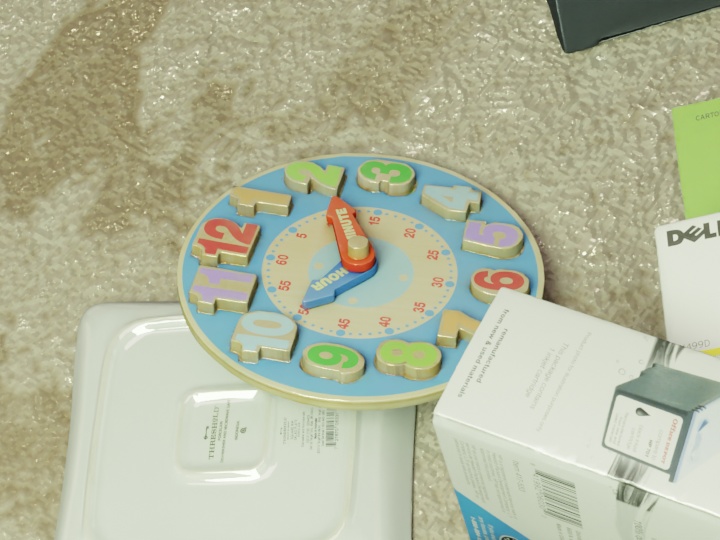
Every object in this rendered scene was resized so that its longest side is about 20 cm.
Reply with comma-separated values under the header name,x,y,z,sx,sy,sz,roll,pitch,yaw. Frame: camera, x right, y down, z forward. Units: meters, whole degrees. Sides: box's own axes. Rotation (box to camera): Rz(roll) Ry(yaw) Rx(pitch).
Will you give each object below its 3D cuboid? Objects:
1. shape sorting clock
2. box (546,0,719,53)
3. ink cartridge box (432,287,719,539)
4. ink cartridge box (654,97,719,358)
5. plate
name,x,y,z,sx,sy,sz,roll,pitch,yaw
shape sorting clock,0.000,0.000,1.232,0.199,0.039,0.201,-3,41,2
box,0.182,-0.259,1.335,0.196,0.118,0.201,-16,57,3
ink cartridge box,0.148,0.105,1.093,0.199,0.147,0.086,17,62,22
ink cartridge box,0.227,-0.023,1.167,0.147,0.076,0.201,-13,65,19
plate,-0.069,0.092,1.225,0.199,0.032,0.200,-3,57,11
